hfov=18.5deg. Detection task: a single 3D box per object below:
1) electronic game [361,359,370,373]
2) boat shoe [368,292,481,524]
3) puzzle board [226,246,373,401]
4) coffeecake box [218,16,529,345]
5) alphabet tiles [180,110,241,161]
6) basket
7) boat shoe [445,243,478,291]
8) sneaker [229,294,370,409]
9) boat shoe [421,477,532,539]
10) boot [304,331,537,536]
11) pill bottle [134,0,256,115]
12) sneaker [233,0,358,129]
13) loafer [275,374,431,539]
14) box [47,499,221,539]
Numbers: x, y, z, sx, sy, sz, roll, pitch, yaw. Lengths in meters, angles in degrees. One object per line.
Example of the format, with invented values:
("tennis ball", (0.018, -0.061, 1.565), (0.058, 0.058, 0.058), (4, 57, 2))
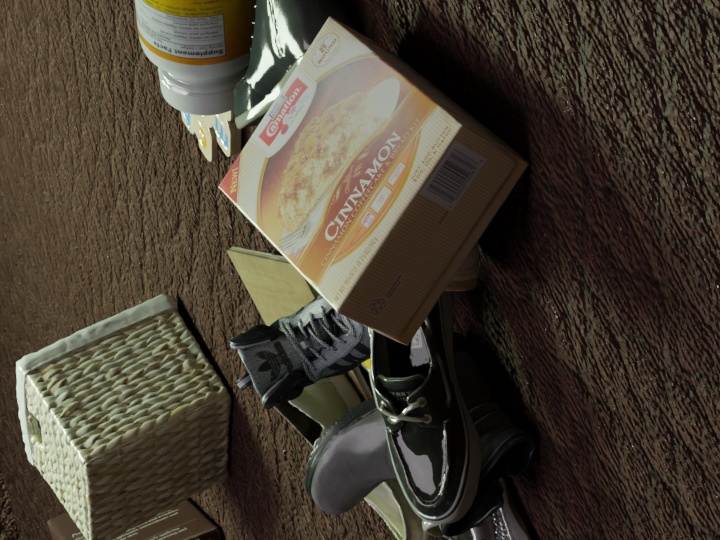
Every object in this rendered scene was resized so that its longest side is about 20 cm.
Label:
("electronic game", (0.000, 0.000, 1.816), (0.200, 0.041, 0.201), (54, 156, 37))
("boat shoe", (0.037, 0.090, 1.633), (0.070, 0.064, 0.201), (-11, 86, 28))
("puzzle board", (-0.051, 0.049, 2.011), (0.151, 0.017, 0.200), (63, 164, -14))
("coffeecake box", (0.005, -0.067, 1.562), (0.073, 0.154, 0.200), (27, -169, -38))
("alphabet tiles", (-0.159, -0.204, 2.080), (0.200, 0.015, 0.196), (56, 157, 33))
("basket", (-0.258, 0.168, 2.463), (0.161, 0.199, 0.199), (51, 155, 29))
("boat shoe", (0.035, -0.055, 1.639), (0.200, 0.073, 0.069), (43, 129, 51))
("sneaker", (-0.034, 0.055, 1.749), (0.076, 0.114, 0.200), (61, 154, 7))
("boat shoe", (0.080, 0.185, 1.744), (0.201, 0.069, 0.071), (63, 162, 20))
("boot", (0.041, 0.155, 1.706), (0.200, 0.070, 0.132), (-53, 52, 31))
("pill bottle", (-0.132, -0.230, 1.834), (0.111, 0.111, 0.201), (53, 155, 39))
("sneaker", (-0.058, -0.186, 1.757), (0.200, 0.075, 0.107), (-35, 72, 61))
("loafer", (-0.009, 0.164, 1.939), (0.200, 0.068, 0.076), (53, 160, 19))
("box", (-0.263, 0.381, 2.725), (0.200, 0.165, 0.165), (31, 139, 61))
